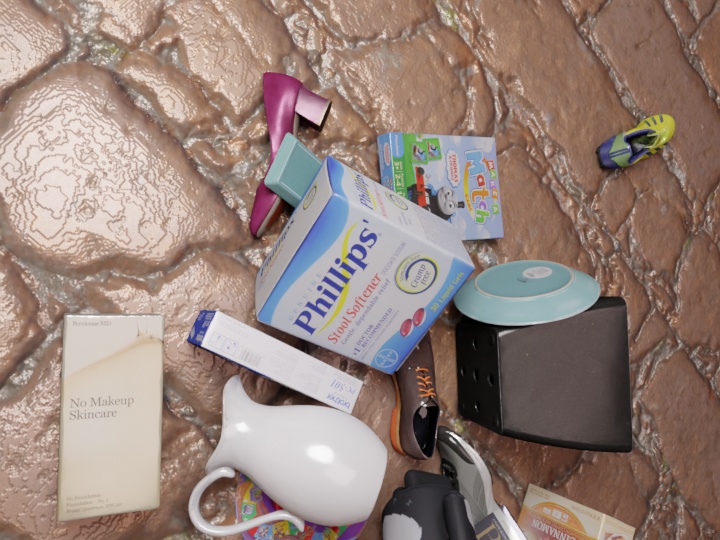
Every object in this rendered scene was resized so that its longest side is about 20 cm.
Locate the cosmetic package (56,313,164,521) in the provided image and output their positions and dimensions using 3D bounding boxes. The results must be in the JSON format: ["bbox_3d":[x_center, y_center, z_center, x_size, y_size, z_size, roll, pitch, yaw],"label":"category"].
[{"bbox_3d":[-0.267,0.148,0.625,0.102,0.073,0.204,1,89,-26],"label":"cosmetic package"}]

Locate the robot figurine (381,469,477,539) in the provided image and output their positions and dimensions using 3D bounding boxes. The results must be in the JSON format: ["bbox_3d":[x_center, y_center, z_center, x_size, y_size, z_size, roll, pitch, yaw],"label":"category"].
[{"bbox_3d":[0.087,0.355,0.730,0.123,0.202,0.152,-16,125,8],"label":"robot figurine"}]

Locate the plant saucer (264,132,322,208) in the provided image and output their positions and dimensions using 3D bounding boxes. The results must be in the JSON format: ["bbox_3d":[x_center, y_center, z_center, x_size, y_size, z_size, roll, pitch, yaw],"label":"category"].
[{"bbox_3d":[-0.036,-0.088,0.740,0.199,0.019,0.071,36,71,-43],"label":"plant saucer"}]

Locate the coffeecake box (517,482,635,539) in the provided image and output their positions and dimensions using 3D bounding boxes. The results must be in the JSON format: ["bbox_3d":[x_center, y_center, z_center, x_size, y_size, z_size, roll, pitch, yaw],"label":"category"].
[{"bbox_3d":[0.289,0.440,0.848,0.072,0.153,0.203,27,76,-22],"label":"coffeecake box"}]

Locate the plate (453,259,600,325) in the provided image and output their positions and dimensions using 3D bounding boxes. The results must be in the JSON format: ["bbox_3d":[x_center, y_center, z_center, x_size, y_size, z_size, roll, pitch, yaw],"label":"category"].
[{"bbox_3d":[0.226,0.021,0.807,0.198,0.199,0.026,-21,111,-25],"label":"plate"}]

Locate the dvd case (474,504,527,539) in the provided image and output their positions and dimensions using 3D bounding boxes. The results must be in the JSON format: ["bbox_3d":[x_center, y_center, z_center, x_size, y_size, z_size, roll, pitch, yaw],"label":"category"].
[{"bbox_3d":[0.152,0.430,0.761,0.199,0.150,0.016,-35,147,1],"label":"dvd case"}]

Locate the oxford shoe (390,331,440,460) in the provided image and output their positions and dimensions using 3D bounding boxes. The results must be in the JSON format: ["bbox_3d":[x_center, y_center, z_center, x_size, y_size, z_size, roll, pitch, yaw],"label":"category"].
[{"bbox_3d":[0.084,0.155,0.800,0.070,0.072,0.204,-1,88,-26],"label":"oxford shoe"}]

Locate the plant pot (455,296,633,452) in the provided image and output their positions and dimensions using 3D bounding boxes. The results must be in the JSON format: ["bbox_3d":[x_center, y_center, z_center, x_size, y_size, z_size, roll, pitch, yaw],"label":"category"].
[{"bbox_3d":[0.241,0.142,0.825,0.174,0.199,0.204,-3,89,-15],"label":"plant pot"}]

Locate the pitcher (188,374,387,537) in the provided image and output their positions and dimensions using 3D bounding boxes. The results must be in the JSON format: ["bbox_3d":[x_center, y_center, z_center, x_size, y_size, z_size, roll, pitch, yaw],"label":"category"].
[{"bbox_3d":[-0.082,0.232,0.660,0.197,0.121,0.174,20,84,-2],"label":"pitcher"}]

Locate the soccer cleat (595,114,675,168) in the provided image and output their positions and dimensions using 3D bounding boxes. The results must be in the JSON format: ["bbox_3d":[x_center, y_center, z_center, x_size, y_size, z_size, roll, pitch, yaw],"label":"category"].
[{"bbox_3d":[0.500,-0.227,1.019,0.198,0.083,0.066,-26,99,-25],"label":"soccer cleat"}]

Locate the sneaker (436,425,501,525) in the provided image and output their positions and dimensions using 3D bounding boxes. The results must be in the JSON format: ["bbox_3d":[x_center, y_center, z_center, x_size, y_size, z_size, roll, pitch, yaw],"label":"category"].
[{"bbox_3d":[0.146,0.316,0.828,0.078,0.074,0.203,-25,99,-20],"label":"sneaker"}]

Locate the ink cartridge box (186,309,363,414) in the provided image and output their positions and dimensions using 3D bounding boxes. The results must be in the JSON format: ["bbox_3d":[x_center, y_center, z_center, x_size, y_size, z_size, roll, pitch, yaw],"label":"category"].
[{"bbox_3d":[-0.102,0.109,0.697,0.198,0.094,0.045,30,75,-22],"label":"ink cartridge box"}]

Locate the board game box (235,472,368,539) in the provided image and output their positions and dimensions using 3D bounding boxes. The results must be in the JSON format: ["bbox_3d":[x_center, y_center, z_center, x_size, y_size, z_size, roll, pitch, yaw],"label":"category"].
[{"bbox_3d":[-0.057,0.287,0.741,0.197,0.039,0.161,-6,91,-26],"label":"board game box"}]

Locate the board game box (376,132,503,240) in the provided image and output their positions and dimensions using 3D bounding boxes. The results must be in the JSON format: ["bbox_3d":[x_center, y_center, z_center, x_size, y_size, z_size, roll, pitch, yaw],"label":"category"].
[{"bbox_3d":[0.120,-0.117,0.842,0.197,0.036,0.155,-6,90,-33],"label":"board game box"}]

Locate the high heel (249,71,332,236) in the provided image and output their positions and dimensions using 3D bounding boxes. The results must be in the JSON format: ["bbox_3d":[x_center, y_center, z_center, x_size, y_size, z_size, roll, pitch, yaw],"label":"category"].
[{"bbox_3d":[-0.117,-0.147,0.732,0.095,0.067,0.203,24,78,1],"label":"high heel"}]

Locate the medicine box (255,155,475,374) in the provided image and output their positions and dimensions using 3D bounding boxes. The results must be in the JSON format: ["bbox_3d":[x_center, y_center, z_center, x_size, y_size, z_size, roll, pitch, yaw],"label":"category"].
[{"bbox_3d":[0.000,0.000,0.700,0.198,0.104,0.183,24,116,-24],"label":"medicine box"}]
